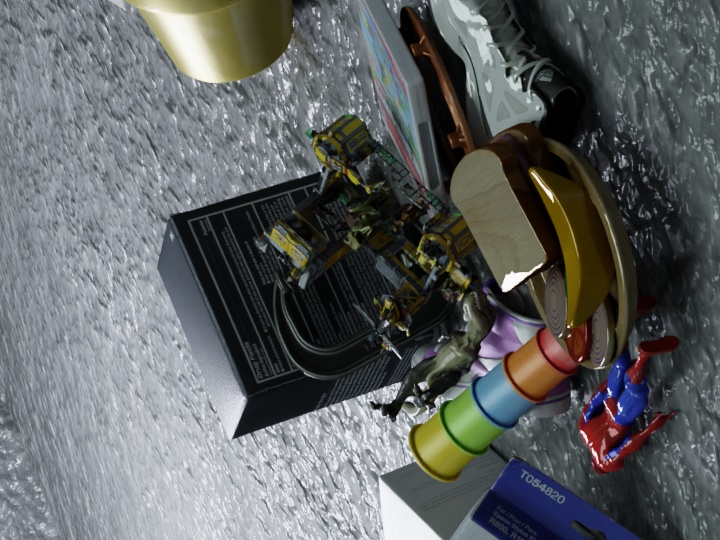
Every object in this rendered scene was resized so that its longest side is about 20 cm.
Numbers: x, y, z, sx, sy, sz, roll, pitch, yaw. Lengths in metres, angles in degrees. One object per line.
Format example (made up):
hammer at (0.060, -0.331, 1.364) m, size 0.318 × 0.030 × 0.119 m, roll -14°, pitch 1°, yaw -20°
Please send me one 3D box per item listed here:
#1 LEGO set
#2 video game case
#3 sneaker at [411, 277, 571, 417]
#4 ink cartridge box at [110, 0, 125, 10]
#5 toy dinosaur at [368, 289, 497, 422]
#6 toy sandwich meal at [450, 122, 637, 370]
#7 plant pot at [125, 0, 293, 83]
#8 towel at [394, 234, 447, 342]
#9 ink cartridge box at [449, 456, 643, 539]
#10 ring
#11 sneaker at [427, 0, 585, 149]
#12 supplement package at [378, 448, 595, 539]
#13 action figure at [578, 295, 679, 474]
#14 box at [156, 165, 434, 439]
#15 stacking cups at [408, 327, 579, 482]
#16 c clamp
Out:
LEGO set at (-0.003, -0.025, 1.673) m, size 0.200 × 0.116 × 0.154 m, roll 47°, pitch 150°, yaw 6°
video game case at (0.035, -0.150, 1.670) m, size 0.200 × 0.017 × 0.143 m, roll 76°, pitch 172°, yaw -55°
sneaker at (0.113, 0.057, 1.700) m, size 0.200 × 0.072 × 0.115 m, roll 8°, pitch 112°, yaw 53°
ink cartridge box at (-0.315, -0.431, 2.293) m, size 0.161 × 0.050 × 0.201 m, roll 36°, pitch 143°, yaw 53°
toy dinosaur at (0.060, 0.096, 1.657) m, size 0.047 × 0.088 × 0.200 m, roll 45°, pitch 140°, yaw 8°
toy sandwich meal at (0.141, -0.015, 1.468) m, size 0.205 × 0.070 × 0.206 m, roll 164°, pitch 90°, yaw -72°
plant pot at (-0.146, -0.294, 1.861) m, size 0.201 × 0.200 × 0.189 m, roll 51°, pitch 166°, yaw 39°
towel at (0.031, 0.033, 1.914) m, size 0.200 × 0.031 × 0.150 m, roll 4°, pitch 109°, yaw 67°
ink cartridge box at (0.161, 0.279, 1.606) m, size 0.199 × 0.041 × 0.200 m, roll 33°, pitch 129°, yaw 6°
ring at (0.067, -0.128, 1.630) m, size 0.200 × 0.019 × 0.201 m, roll 160°, pitch 90°, yaw -87°
sneaker at (0.126, -0.178, 1.500) m, size 0.115 × 0.076 × 0.201 m, roll 16°, pitch 131°, yaw 52°
supplement package at (0.118, 0.265, 1.780) m, size 0.200 × 0.117 × 0.118 m, roll 40°, pitch 142°, yaw 51°
action figure at (0.213, 0.104, 1.531) m, size 0.066 × 0.052 × 0.200 m, roll 60°, pitch 154°, yaw 32°
box at (-0.068, 0.028, 1.840) m, size 0.201 × 0.198 × 0.123 m, roll 65°, pitch 158°, yaw 20°
stacking cups at (0.121, 0.100, 1.598) m, size 0.200 × 0.060 × 0.061 m, roll -45°, pitch 63°, yaw 34°
c clamp at (0.000, 0.000, 1.760) m, size 0.171 × 0.200 × 0.027 m, roll 55°, pitch 176°, yaw 14°
